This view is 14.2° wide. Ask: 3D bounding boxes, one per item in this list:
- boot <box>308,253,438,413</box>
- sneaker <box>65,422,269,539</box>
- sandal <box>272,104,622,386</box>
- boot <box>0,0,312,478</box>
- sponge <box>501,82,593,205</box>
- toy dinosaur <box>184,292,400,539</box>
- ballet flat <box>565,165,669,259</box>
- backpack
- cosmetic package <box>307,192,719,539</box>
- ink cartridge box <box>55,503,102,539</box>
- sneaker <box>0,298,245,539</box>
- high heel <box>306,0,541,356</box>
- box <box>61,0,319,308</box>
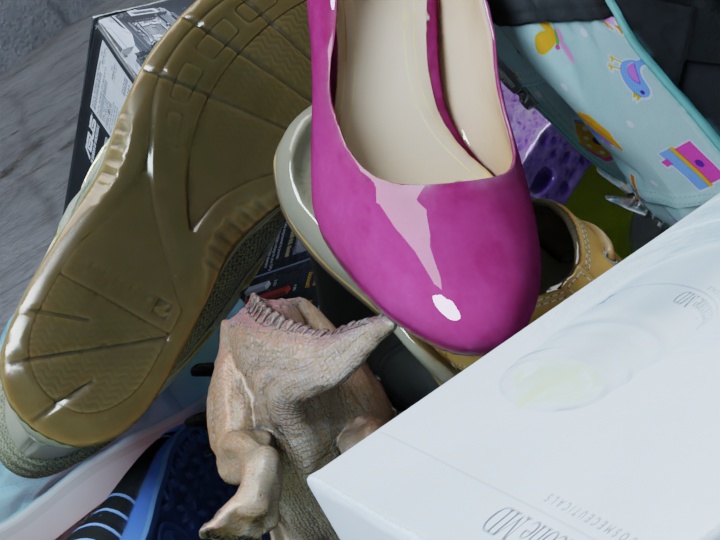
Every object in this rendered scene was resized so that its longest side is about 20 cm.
[{"bbox_3d":[0.000,0.000,1.118,0.077,0.139,0.200,-37,13,-25],"label":"boot"},{"bbox_3d":[-0.092,0.118,1.044,0.078,0.070,0.200,-21,16,20],"label":"sneaker"},{"bbox_3d":[0.050,0.005,0.910,0.080,0.200,0.054,-40,-21,-23],"label":"sandal"},{"bbox_3d":[-0.066,-0.018,1.025,0.201,0.072,0.155,-58,3,-15],"label":"boot"},{"bbox_3d":[0.088,-0.117,1.076,0.200,0.030,0.111,-55,34,-9],"label":"sponge"},{"bbox_3d":[-0.018,0.051,0.954,0.085,0.200,0.136,-7,55,-1],"label":"toy dinosaur"},{"bbox_3d":[0.155,-0.043,1.110,0.199,0.067,0.067,-30,34,-2],"label":"ballet flat"},{"bbox_3d":[0.147,-0.084,0.958,0.176,0.200,0.153,-49,15,-19],"label":"backpack"},{"bbox_3d":[0.118,0.056,0.675,0.200,0.123,0.199,-35,13,-10],"label":"cosmetic package"},{"bbox_3d":[-0.141,0.119,1.202,0.162,0.050,0.200,-25,11,26],"label":"ink cartridge box"},{"bbox_3d":[-0.126,0.052,1.162,0.200,0.082,0.074,-33,24,24],"label":"sneaker"},{"bbox_3d":[0.015,-0.067,0.880,0.067,0.096,0.200,-7,44,-16],"label":"high heel"},{"bbox_3d":[-0.048,-0.042,1.251,0.157,0.050,0.201,-19,-34,-27],"label":"box"}]
